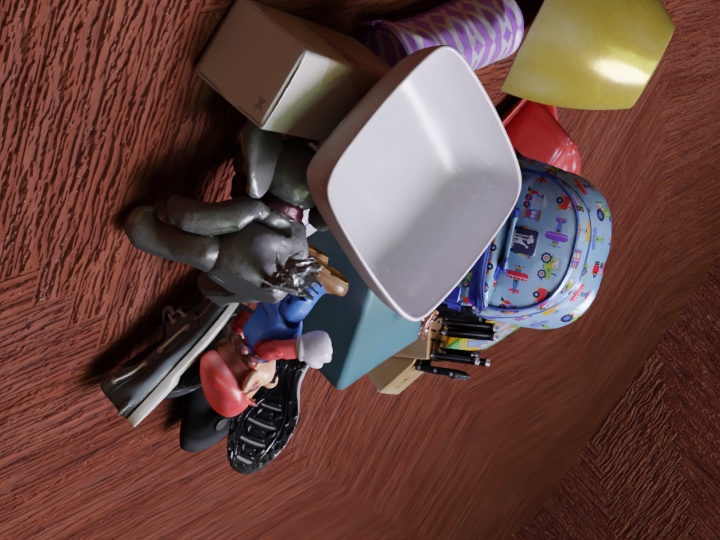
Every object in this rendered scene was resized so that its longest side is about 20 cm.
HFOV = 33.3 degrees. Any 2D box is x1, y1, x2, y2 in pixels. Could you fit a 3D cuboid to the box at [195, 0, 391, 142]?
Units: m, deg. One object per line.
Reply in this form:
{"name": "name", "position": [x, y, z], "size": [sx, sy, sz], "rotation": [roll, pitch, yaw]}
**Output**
{"name": "box", "position": [-0.046, -0.172, 1.085], "size": [0.078, 0.095, 0.199], "rotation": [-55, 158, 17]}

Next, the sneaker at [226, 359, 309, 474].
{"name": "sneaker", "position": [-0.105, 0.153, 1.438], "size": [0.080, 0.073, 0.202], "rotation": [116, -5, -61]}

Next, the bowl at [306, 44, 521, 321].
{"name": "bowl", "position": [0.043, -0.082, 1.091], "size": [0.200, 0.074, 0.201], "rotation": [-49, 128, -20]}

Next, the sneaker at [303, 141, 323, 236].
{"name": "sneaker", "position": [-0.023, -0.104, 1.227], "size": [0.199, 0.073, 0.071], "rotation": [-39, 142, 10]}

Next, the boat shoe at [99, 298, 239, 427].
{"name": "boat shoe", "position": [-0.190, 0.068, 1.254], "size": [0.200, 0.062, 0.073], "rotation": [-50, 180, -8]}

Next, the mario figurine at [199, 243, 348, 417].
{"name": "mario figurine", "position": [-0.088, 0.072, 1.268], "size": [0.201, 0.106, 0.124], "rotation": [-51, -175, 9]}

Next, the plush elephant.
{"name": "plush elephant", "position": [-0.093, -0.059, 1.120], "size": [0.164, 0.198, 0.157], "rotation": [38, 67, -46]}

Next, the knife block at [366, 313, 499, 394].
{"name": "knife block", "position": [0.070, 0.064, 1.520], "size": [0.175, 0.201, 0.064], "rotation": [-43, 159, 13]}

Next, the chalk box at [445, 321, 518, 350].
{"name": "chalk box", "position": [0.182, 0.035, 1.762], "size": [0.123, 0.125, 0.199], "rotation": [-35, 163, 23]}

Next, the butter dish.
{"name": "butter dish", "position": [0.228, -0.116, 1.601], "size": [0.200, 0.148, 0.200], "rotation": [-45, 157, -2]}

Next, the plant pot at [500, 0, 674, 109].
{"name": "plant pot", "position": [0.264, -0.260, 1.345], "size": [0.202, 0.141, 0.200], "rotation": [-62, 177, -6]}

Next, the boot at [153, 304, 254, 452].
{"name": "boot", "position": [-0.194, 0.144, 1.394], "size": [0.164, 0.066, 0.201], "rotation": [-30, 156, -33]}

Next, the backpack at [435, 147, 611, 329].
{"name": "backpack", "position": [0.147, -0.032, 1.229], "size": [0.134, 0.198, 0.185], "rotation": [8, 99, -67]}

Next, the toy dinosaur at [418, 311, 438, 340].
{"name": "toy dinosaur", "position": [0.125, -0.037, 1.410], "size": [0.198, 0.182, 0.106], "rotation": [-26, 113, 3]}

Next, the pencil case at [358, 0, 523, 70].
{"name": "pencil case", "position": [0.085, -0.237, 1.233], "size": [0.199, 0.083, 0.087], "rotation": [-30, 118, -40]}

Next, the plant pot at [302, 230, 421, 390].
{"name": "plant pot", "position": [0.000, 0.000, 1.382], "size": [0.141, 0.141, 0.201], "rotation": [-30, 154, -35]}
